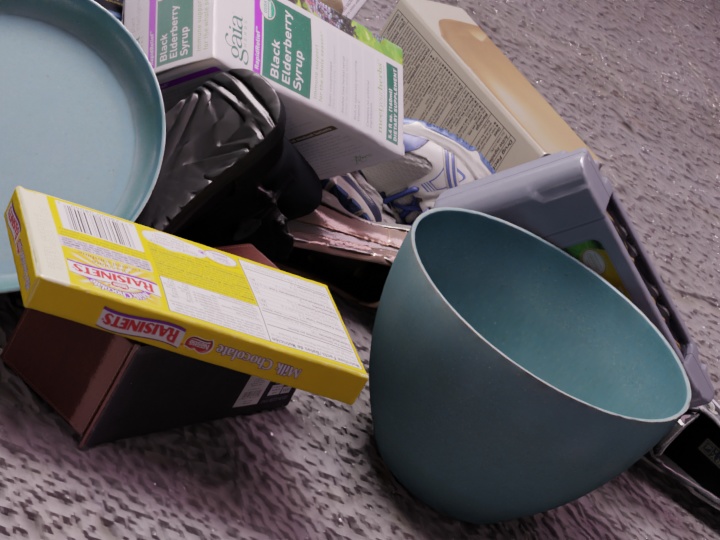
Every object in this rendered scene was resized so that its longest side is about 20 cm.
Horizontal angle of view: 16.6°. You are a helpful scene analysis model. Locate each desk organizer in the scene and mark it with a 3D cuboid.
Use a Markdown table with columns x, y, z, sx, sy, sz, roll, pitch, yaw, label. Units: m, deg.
| x | y | z | sx | sy | sz | roll | pitch | yaw | label |
| --- | --- | --- | --- | --- | --- | --- | --- | --- | --- |
| -0.108 | 0.039 | 1.428 | 0.077 | 0.072 | 0.200 | 41 | 24 | 23 | desk organizer |

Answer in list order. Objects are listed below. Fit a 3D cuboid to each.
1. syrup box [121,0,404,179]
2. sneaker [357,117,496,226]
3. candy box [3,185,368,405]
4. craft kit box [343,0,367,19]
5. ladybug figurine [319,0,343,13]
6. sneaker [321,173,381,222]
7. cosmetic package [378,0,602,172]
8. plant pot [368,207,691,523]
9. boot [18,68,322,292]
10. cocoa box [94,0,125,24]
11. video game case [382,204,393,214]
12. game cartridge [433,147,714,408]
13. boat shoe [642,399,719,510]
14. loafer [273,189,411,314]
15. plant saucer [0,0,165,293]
| x | y | z | sx | sy | sz | roll | pitch | yaw | label |
| --- | --- | --- | --- | --- | --- | --- | --- | --- | --- |
| -0.060 | -0.128 | 1.560 | 0.200 | 0.081 | 0.079 | 25 | 58 | -51 | syrup box |
| 0.065 | -0.028 | 1.725 | 0.200 | 0.075 | 0.088 | 37 | 59 | -22 | sneaker |
| -0.097 | 0.014 | 1.364 | 0.200 | 0.026 | 0.102 | 18 | 26 | -24 | candy box |
| -0.109 | -0.208 | 1.780 | 0.197 | 0.048 | 0.200 | 43 | 49 | -10 | craft kit box |
| -0.100 | -0.202 | 1.630 | 0.200 | 0.072 | 0.136 | 32 | -7 | -19 | ladybug figurine |
| -0.054 | -0.098 | 1.694 | 0.200 | 0.077 | 0.085 | 41 | 51 | -15 | sneaker |
| 0.082 | -0.106 | 1.862 | 0.071 | 0.105 | 0.200 | 5 | 38 | -45 | cosmetic package |
| 0.083 | 0.076 | 1.517 | 0.200 | 0.135 | 0.200 | 27 | 24 | -13 | plant pot |
| -0.116 | -0.027 | 1.515 | 0.076 | 0.200 | 0.168 | 51 | -7 | 21 | boot |
| -0.264 | -0.163 | 1.539 | 0.200 | 0.134 | 0.131 | 15 | 29 | -38 | cocoa box |
| 0.105 | -0.051 | 1.940 | 0.182 | 0.023 | 0.200 | 30 | 23 | -9 | video game case |
| 0.134 | 0.022 | 1.627 | 0.200 | 0.133 | 0.041 | 59 | 35 | -21 | game cartridge |
| 0.209 | 0.104 | 1.706 | 0.199 | 0.074 | 0.068 | 45 | 10 | 4 | boat shoe |
| 0.000 | 0.000 | 1.662 | 0.200 | 0.072 | 0.063 | 24 | 45 | -14 | loafer |
| -0.212 | -0.077 | 1.427 | 0.200 | 0.200 | 0.027 | 37 | -19 | 10 | plant saucer |
